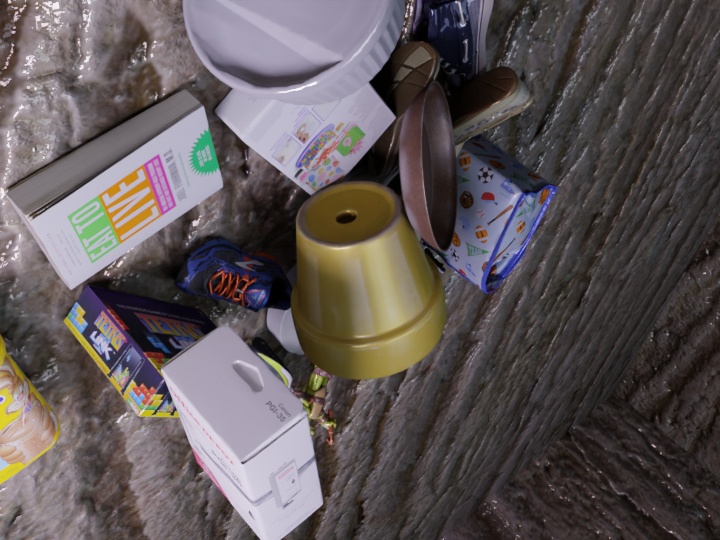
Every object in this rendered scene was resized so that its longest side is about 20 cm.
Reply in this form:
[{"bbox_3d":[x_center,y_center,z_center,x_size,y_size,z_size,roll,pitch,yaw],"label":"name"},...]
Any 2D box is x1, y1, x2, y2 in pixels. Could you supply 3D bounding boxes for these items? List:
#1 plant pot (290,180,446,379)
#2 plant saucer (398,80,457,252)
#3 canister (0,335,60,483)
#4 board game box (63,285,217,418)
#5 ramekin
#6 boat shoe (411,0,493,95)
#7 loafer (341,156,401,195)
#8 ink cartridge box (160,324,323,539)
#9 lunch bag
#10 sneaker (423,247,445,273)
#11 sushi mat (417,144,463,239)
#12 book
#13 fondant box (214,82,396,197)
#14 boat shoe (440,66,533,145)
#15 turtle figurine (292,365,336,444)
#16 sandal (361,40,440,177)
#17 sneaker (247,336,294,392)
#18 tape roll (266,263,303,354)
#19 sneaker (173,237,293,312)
[{"bbox_3d":[0.000,0.000,0.983,0.200,0.201,0.189,-34,135,-23],"label":"plant pot"},{"bbox_3d":[0.080,-0.121,0.936,0.200,0.036,0.201,-2,90,-73],"label":"plant saucer"},{"bbox_3d":[-0.405,0.143,0.799,0.148,0.087,0.200,-36,151,-21],"label":"canister"},{"bbox_3d":[-0.217,0.100,0.920,0.057,0.165,0.200,-53,151,9],"label":"board game box"},{"bbox_3d":[-0.051,-0.243,0.711,0.203,0.202,0.094,-52,162,7],"label":"ramekin"},{"bbox_3d":[0.110,-0.286,1.014,0.092,0.075,0.200,-23,144,-14],"label":"boat shoe"},{"bbox_3d":[0.061,-0.133,1.117,0.200,0.070,0.070,-33,147,-26],"label":"loafer"},{"bbox_3d":[-0.119,0.175,0.821,0.083,0.146,0.200,-35,146,-24],"label":"ink cartridge box"},{"bbox_3d":[0.186,-0.088,1.246,0.124,0.170,0.201,-14,135,-45],"label":"lunch bag"},{"bbox_3d":[0.087,0.033,1.310,0.115,0.076,0.201,-35,169,-19],"label":"sneaker"},{"bbox_3d":[0.113,-0.128,1.123,0.096,0.012,0.201,68,47,-78],"label":"sushi mat"},{"bbox_3d":[-0.238,-0.081,0.805,0.200,0.048,0.134,-39,154,-21],"label":"book"},{"bbox_3d":[-0.056,-0.180,0.912,0.144,0.058,0.200,-49,151,3],"label":"fondant box"},{"bbox_3d":[0.132,-0.198,1.048,0.199,0.074,0.063,-19,150,37],"label":"boat shoe"},{"bbox_3d":[-0.069,0.195,1.223,0.200,0.064,0.162,47,59,-65],"label":"turtle figurine"},{"bbox_3d":[0.055,-0.206,1.011,0.054,0.080,0.200,-12,142,-33],"label":"sandal"},{"bbox_3d":[-0.150,0.176,1.209,0.081,0.074,0.200,-35,147,-17],"label":"sneaker"},{"bbox_3d":[-0.055,0.041,1.208,0.202,0.037,0.203,-35,149,-25],"label":"tape roll"},{"bbox_3d":[-0.150,0.012,0.997,0.200,0.078,0.076,4,122,-56],"label":"sneaker"}]
